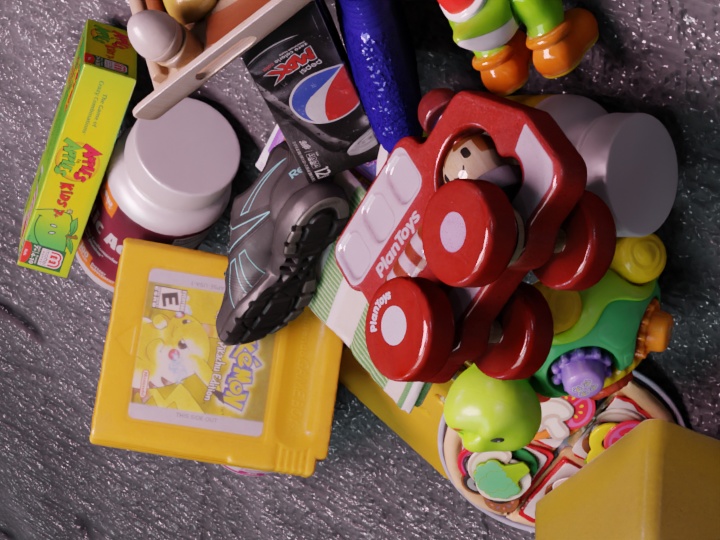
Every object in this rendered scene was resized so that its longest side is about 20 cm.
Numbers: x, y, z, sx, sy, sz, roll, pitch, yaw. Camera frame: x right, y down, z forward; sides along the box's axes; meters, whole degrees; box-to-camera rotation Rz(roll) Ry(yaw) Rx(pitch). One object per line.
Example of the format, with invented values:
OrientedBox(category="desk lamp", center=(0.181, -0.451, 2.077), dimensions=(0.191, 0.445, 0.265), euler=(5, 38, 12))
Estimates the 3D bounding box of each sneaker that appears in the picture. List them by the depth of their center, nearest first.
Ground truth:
OrientedBox(category="sneaker", center=(-0.071, -0.018, 1.322), dimensions=(0.079, 0.075, 0.200), euler=(56, 135, 26))

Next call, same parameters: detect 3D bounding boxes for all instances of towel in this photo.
OrientedBox(category="towel", center=(-0.004, -0.194, 1.126), dimensions=(0.049, 0.148, 0.200), euler=(-13, 127, 8))
OrientedBox(category="towel", center=(0.000, 0.000, 1.313), dimensions=(0.200, 0.023, 0.153), euler=(47, 141, 22))

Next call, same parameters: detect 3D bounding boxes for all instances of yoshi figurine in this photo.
OrientedBox(category="yoshi figurine", center=(0.073, -0.220, 1.078), dimensions=(0.200, 0.112, 0.112), euler=(50, -179, -26))

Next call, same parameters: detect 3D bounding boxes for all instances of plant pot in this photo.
OrientedBox(category="plant pot", center=(0.245, 0.252, 1.215), dimensions=(0.199, 0.177, 0.200), euler=(21, 147, -11))

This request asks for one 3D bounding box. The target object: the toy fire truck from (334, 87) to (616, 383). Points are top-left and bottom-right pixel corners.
OrientedBox(category="toy fire truck", center=(0.061, -0.029, 1.067), dimensions=(0.168, 0.112, 0.200), euler=(58, 132, 36))

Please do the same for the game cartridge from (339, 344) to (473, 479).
OrientedBox(category="game cartridge", center=(0.064, 0.112, 1.429), dimensions=(0.176, 0.032, 0.200), euler=(43, 159, -2))

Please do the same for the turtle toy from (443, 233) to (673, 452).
OrientedBox(category="turtle toy", center=(0.139, 0.052, 1.173), dimensions=(0.101, 0.200, 0.146), euler=(62, 161, -3))

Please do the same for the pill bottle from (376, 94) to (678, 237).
OrientedBox(category="pill bottle", center=(0.116, -0.067, 1.149), dimensions=(0.200, 0.111, 0.112), euler=(4, 128, 45))

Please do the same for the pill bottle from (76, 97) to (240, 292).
OrientedBox(category="pill bottle", center=(-0.182, -0.065, 1.474), dimensions=(0.114, 0.114, 0.200), euler=(45, 146, 2))

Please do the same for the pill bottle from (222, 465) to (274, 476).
OrientedBox(category="pill bottle", center=(-0.086, 0.123, 1.523), dimensions=(0.113, 0.113, 0.200), euler=(45, 162, 3))

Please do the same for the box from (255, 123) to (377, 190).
OrientedBox(category="box", center=(0.014, -0.062, 1.329), dimensions=(0.200, 0.039, 0.137), euler=(43, 147, 5))

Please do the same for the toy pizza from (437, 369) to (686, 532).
OrientedBox(category="toy pizza", center=(0.160, 0.146, 1.308), dimensions=(0.199, 0.032, 0.201), euler=(4, 128, 6))

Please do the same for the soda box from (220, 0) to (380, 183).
OrientedBox(category="soda box", center=(-0.042, -0.146, 1.168), dimensions=(0.200, 0.063, 0.071), euler=(61, -170, -59))

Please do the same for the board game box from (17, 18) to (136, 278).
OrientedBox(category="board game box", center=(-0.248, -0.106, 1.440), dimensions=(0.047, 0.102, 0.200), euler=(16, 117, -16))

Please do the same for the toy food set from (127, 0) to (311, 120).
OrientedBox(category="toy food set", center=(-0.115, -0.213, 1.073), dimensions=(0.143, 0.060, 0.201), euler=(-34, 58, 25))

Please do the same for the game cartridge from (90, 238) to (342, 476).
OrientedBox(category="game cartridge", center=(-0.117, 0.074, 1.399), dimensions=(0.199, 0.177, 0.032), euler=(9, 166, -7))
